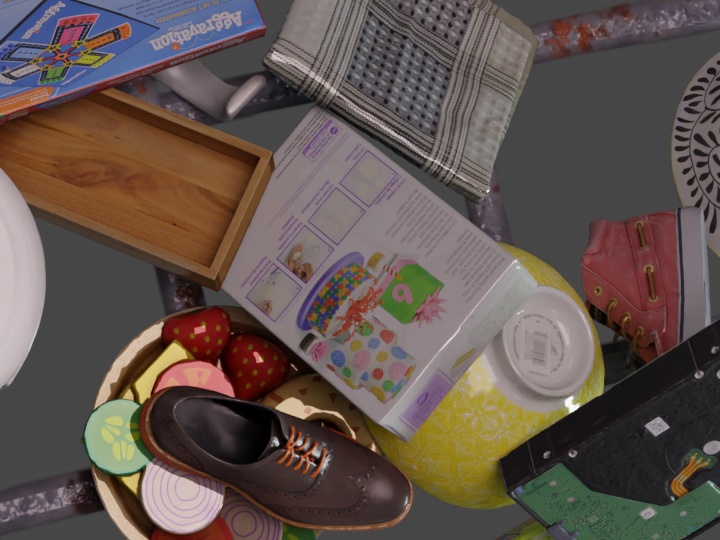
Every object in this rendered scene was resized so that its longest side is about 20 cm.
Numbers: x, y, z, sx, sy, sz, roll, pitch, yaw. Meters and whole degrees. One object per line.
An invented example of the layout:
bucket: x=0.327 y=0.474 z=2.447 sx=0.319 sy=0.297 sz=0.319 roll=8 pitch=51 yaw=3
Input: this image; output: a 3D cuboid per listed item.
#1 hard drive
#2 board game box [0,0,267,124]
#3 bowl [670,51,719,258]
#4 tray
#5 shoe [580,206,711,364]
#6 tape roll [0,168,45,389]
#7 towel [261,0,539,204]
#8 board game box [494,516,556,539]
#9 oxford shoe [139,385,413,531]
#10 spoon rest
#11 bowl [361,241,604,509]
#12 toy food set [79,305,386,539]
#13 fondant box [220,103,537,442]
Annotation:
hard drive: x=0.213 y=0.125 z=1.517 sx=0.200 sy=0.038 sz=0.140 roll=-35 pitch=126 yaw=18
board game box: x=-0.175 y=-0.179 z=1.528 sx=0.199 sy=0.019 sz=0.103 roll=-20 pitch=75 yaw=-15
bowl: x=0.348 y=-0.094 z=1.700 sx=0.199 sy=0.094 sz=0.202 roll=3 pitch=81 yaw=-17
tray: x=-0.170 y=-0.069 z=1.521 sx=0.199 sy=0.037 sz=0.099 roll=22 pitch=75 yaw=8
shoe: x=0.209 y=0.040 z=1.609 sx=0.090 sy=0.072 sz=0.201 roll=-5 pitch=51 yaw=12
tape roll: x=-0.315 y=0.012 z=1.441 sx=0.201 sy=0.139 sz=0.204 roll=3 pitch=80 yaw=-17
towel: x=0.037 y=-0.164 z=1.594 sx=0.192 sy=0.035 sz=0.201 roll=32 pitch=44 yaw=-11
board game box: x=0.179 y=0.268 z=1.614 sx=0.101 sy=0.048 sz=0.201 roll=-29 pitch=92 yaw=-20
oxford shoe: x=-0.051 y=0.131 z=1.494 sx=0.199 sy=0.073 sz=0.072 roll=18 pitch=76 yaw=-15
spoon rest: x=-0.156 y=-0.178 z=1.573 sx=0.200 sy=0.061 sz=0.099 roll=42 pitch=70 yaw=6
bowl: x=0.103 y=0.062 z=1.564 sx=0.199 sy=0.108 sz=0.202 roll=10 pitch=70 yaw=-29
toy food set: x=-0.094 y=0.124 z=1.545 sx=0.200 sy=0.049 sz=0.198 roll=45 pitch=72 yaw=-8
fondant box: x=0.000 y=0.000 z=1.519 sx=0.200 sy=0.058 sz=0.144 roll=39 pitch=89 yaw=29
